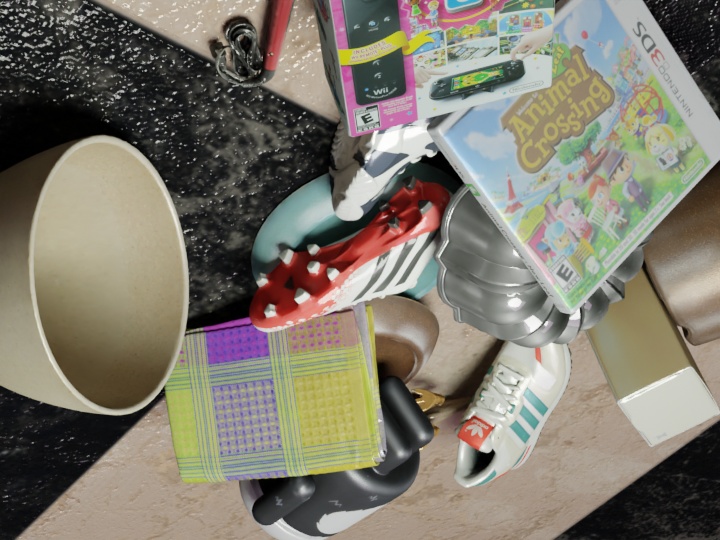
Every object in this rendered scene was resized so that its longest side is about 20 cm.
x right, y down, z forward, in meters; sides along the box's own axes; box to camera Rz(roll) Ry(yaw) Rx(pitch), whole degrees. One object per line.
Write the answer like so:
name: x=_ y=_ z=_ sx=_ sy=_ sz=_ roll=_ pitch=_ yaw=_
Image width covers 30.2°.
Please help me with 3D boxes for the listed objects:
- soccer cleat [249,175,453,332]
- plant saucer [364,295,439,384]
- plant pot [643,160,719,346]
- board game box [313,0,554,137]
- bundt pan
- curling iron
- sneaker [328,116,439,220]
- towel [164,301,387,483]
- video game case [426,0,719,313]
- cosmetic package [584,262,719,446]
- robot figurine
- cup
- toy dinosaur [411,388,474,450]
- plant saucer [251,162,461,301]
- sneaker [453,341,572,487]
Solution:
soccer cleat: x=0.000 y=0.000 z=1.106 sx=0.200 sy=0.069 sz=0.085 roll=-34 pitch=135 yaw=10
plant saucer: x=-0.021 y=0.085 z=1.240 sx=0.200 sy=0.032 sz=0.200 roll=-10 pitch=149 yaw=-6
plant pot: x=0.352 y=-0.039 z=1.165 sx=0.198 sy=0.200 sz=0.200 roll=-25 pitch=142 yaw=20
board game box: x=0.045 y=-0.184 z=0.843 sx=0.147 sy=0.064 sz=0.200 roll=-15 pitch=146 yaw=-4
bundt pan: x=0.160 y=-0.023 z=1.077 sx=0.202 sy=0.076 sz=0.202 roll=-20 pitch=127 yaw=-29
curling iron: x=-0.058 y=-0.204 z=0.911 sx=0.050 sy=0.026 sz=0.200 roll=0 pitch=137 yaw=-27
sneaker: x=0.061 y=-0.110 z=1.029 sx=0.129 sy=0.080 sz=0.199 roll=10 pitch=123 yaw=-20
towel: x=-0.075 y=0.108 z=1.155 sx=0.200 sy=0.144 sz=0.023 roll=-10 pitch=176 yaw=18
video game case: x=0.170 y=-0.100 z=0.995 sx=0.200 sy=0.022 sz=0.182 roll=-44 pitch=110 yaw=-15
cosmetic package: x=0.239 y=0.044 z=1.192 sx=0.071 sy=0.200 sz=0.105 roll=-28 pitch=142 yaw=12
robot figurine: x=-0.025 y=0.177 z=1.237 sx=0.150 sy=0.125 sz=0.200 roll=22 pitch=135 yaw=-36
cup: x=-0.238 y=0.009 z=0.981 sx=0.143 sy=0.201 sz=0.200 roll=-5 pitch=147 yaw=23
toy dinosaur: x=0.069 y=0.150 z=1.378 sx=0.200 sy=0.060 sz=0.106 roll=-20 pitch=174 yaw=-6
plant saucer: x=0.005 y=-0.016 z=1.162 sx=0.200 sy=0.027 sz=0.200 roll=-12 pitch=141 yaw=-10
sneaker: x=0.144 y=0.137 z=1.322 sx=0.093 sy=0.070 sz=0.200 roll=-27 pitch=142 yaw=-46
